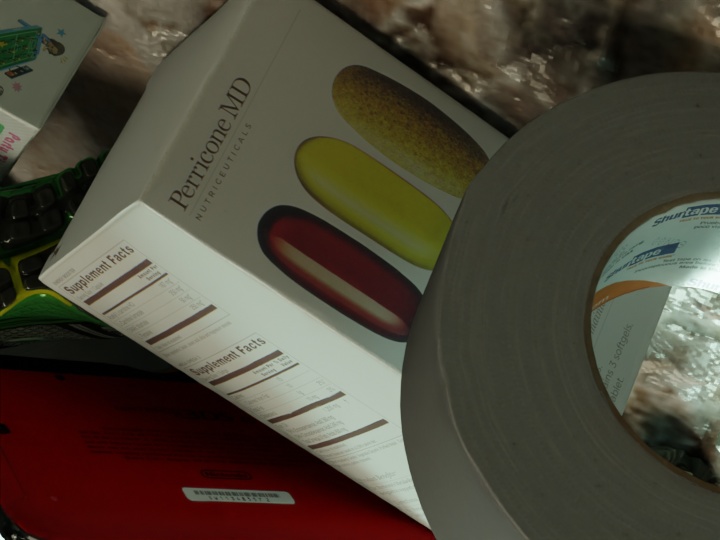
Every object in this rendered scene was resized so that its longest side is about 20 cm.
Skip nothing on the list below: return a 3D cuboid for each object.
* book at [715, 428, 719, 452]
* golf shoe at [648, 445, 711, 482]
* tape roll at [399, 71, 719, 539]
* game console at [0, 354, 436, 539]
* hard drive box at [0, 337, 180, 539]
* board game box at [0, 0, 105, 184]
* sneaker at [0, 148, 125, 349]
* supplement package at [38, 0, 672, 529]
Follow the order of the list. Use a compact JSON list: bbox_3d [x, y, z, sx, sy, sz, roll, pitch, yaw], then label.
[{"bbox_3d":[0.255,0.115,0.848,0.134,0.048,0.200,-7,136,42],"label":"book"},{"bbox_3d":[0.122,0.141,0.963,0.088,0.077,0.200,21,152,24],"label":"golf shoe"},{"bbox_3d":[0.116,0.036,0.650,0.200,0.200,0.066,23,151,3],"label":"tape roll"},{"bbox_3d":[-0.095,0.104,0.853,0.200,0.119,0.172,6,-151,-34],"label":"game console"},{"bbox_3d":[-0.135,0.091,1.001,0.156,0.077,0.200,-19,144,2],"label":"hard drive box"},{"bbox_3d":[-0.223,-0.104,0.828,0.200,0.064,0.148,32,151,-12],"label":"board game box"},{"bbox_3d":[-0.128,-0.006,0.833,0.200,0.078,0.085,-2,170,-17],"label":"sneaker"},{"bbox_3d":[0.000,0.000,0.773,0.200,0.114,0.110,33,152,-16],"label":"supplement package"}]
